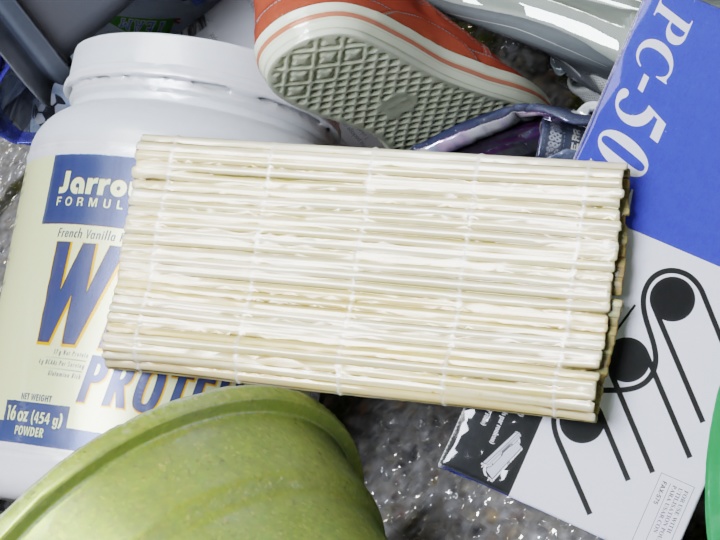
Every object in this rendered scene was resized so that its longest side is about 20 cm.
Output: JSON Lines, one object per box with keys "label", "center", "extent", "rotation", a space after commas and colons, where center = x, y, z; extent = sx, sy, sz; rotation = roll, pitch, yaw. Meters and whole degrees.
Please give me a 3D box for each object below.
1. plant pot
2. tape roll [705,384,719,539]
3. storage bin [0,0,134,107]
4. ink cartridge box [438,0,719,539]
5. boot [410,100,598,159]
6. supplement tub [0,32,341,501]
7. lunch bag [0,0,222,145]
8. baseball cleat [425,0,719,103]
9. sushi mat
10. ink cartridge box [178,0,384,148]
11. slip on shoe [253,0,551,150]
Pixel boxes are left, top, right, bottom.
{"label": "plant pot", "center": [-0.028, 0.174, 0.644], "extent": [0.200, 0.200, 0.184], "rotation": [-47, 53, -1]}
{"label": "tape roll", "center": [0.197, 0.063, 0.580], "extent": [0.200, 0.048, 0.201], "rotation": [-30, 52, 48]}
{"label": "storage bin", "center": [-0.150, -0.197, 0.869], "extent": [0.134, 0.146, 0.200], "rotation": [-36, 33, 0]}
{"label": "ink cartridge box", "center": [0.113, 0.002, 0.689], "extent": [0.094, 0.044, 0.200], "rotation": [23, 88, 9]}
{"label": "boot", "center": [0.118, -0.033, 0.743], "extent": [0.200, 0.090, 0.073], "rotation": [-14, 51, 30]}
{"label": "supplement tub", "center": [-0.083, 0.010, 0.794], "extent": [0.145, 0.145, 0.200], "rotation": [1, 78, 39]}
{"label": "lunch bag", "center": [-0.139, -0.180, 1.042], "extent": [0.200, 0.124, 0.170], "rotation": [-30, 43, 33]}
{"label": "baseball cleat", "center": [0.080, -0.113, 0.808], "extent": [0.200, 0.106, 0.070], "rotation": [28, 72, 21]}
{"label": "sushi mat", "center": [0.000, 0.000, 0.686], "extent": [0.200, 0.012, 0.096], "rotation": [5, 82, 18]}
{"label": "ink cartridge box", "center": [-0.062, -0.073, 0.933], "extent": [0.200, 0.067, 0.116], "rotation": [-37, 43, 9]}
{"label": "slip on shoe", "center": [0.023, -0.087, 0.781], "extent": [0.074, 0.200, 0.061], "rotation": [-28, 62, 27]}
